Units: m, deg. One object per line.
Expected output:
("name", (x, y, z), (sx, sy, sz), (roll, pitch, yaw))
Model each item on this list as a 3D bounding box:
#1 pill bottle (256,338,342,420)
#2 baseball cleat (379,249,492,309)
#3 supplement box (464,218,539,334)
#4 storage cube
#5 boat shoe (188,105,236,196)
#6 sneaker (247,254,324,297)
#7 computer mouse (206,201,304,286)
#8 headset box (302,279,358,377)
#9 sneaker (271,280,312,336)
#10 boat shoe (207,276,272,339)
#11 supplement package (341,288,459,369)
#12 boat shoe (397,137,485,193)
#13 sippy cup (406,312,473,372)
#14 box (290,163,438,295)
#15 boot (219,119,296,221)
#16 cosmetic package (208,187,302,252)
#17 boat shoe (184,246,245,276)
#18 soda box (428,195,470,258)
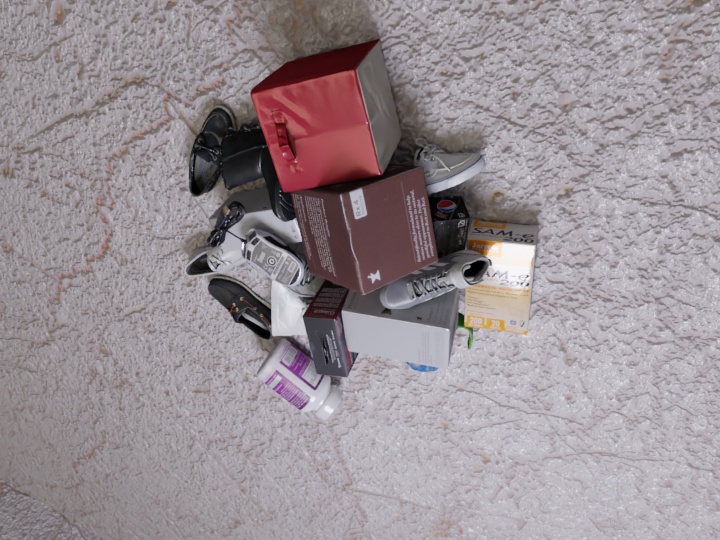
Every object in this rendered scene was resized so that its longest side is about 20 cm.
("pill bottle", (-0.142, 0.266, 1.445), (0.199, 0.113, 0.112), (39, 129, -7))
("baseball cleat", (0.127, 0.012, 1.017), (0.196, 0.106, 0.071), (-25, 98, -8))
("supplement box", (0.259, 0.014, 1.122), (0.123, 0.074, 0.204), (6, 125, 18))
("storage cube", (-0.047, -0.252, 0.985), (0.175, 0.201, 0.174), (-6, 120, 20))
("boat shoe", (-0.302, -0.228, 1.190), (0.074, 0.067, 0.200), (34, 130, -3))
("sneaker", (-0.140, 0.003, 1.236), (0.197, 0.079, 0.085), (24, 171, -26))
("computer mouse", (-0.190, -0.042, 1.149), (0.198, 0.044, 0.111), (34, 116, -2))
("headset box", (-0.044, 0.106, 1.233), (0.075, 0.201, 0.152), (3, 125, 20))
("sneaker", (-0.140, 0.055, 1.333), (0.112, 0.074, 0.205), (3, 120, 0))
("boat shoe", (-0.275, 0.086, 1.408), (0.199, 0.063, 0.074), (34, 132, -1))
("supplement package", (0.077, 0.085, 1.112), (0.195, 0.119, 0.119), (8, 138, 14))
("boat shoe", (0.116, -0.187, 1.048), (0.198, 0.075, 0.087), (-10, 117, 39))
("sippy cup", (0.132, 0.133, 1.233), (0.176, 0.139, 0.132), (33, 147, 31))
("box", (0.003, -0.081, 1.032), (0.199, 0.161, 0.170), (19, 126, 57))
("boot", (-0.187, -0.180, 1.109), (0.159, 0.073, 0.204), (-6, 79, 28))
("cosmetic package", (-0.189, -0.108, 1.201), (0.195, 0.114, 0.083), (-6, 123, 23))
("boat shoe", (-0.314, -0.029, 1.337), (0.196, 0.066, 0.073), (-10, 119, 29))
("soda box", (0.151, -0.038, 1.102), (0.069, 0.064, 0.203), (-6, 136, -5))
